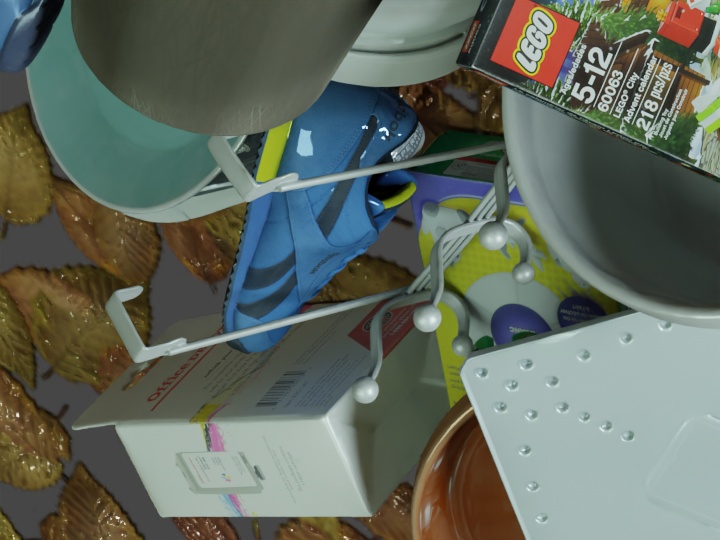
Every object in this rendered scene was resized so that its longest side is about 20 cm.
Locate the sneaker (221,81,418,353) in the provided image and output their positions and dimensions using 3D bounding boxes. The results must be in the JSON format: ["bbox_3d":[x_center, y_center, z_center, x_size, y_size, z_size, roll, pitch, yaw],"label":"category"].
[{"bbox_3d":[-0.020,-0.019,1.223,0.078,0.066,0.201,17,139,-1],"label":"sneaker"}]

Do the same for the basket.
[{"bbox_3d":[-0.040,-0.157,0.948,0.180,0.136,0.201,28,140,6],"label":"basket"}]

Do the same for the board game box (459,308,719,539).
[{"bbox_3d":[0.171,0.091,1.191,0.199,0.026,0.201,-16,119,13],"label":"board game box"}]

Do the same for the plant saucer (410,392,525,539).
[{"bbox_3d":[0.125,0.120,1.246,0.199,0.032,0.201,2,123,3],"label":"plant saucer"}]

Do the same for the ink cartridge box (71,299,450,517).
[{"bbox_3d":[-0.051,0.077,1.363,0.199,0.116,0.068,-4,120,41],"label":"ink cartridge box"}]

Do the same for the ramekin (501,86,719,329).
[{"bbox_3d":[0.168,-0.070,1.026,0.199,0.105,0.202,-7,77,30],"label":"ramekin"}]

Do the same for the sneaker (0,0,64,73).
[{"bbox_3d":[-0.148,-0.179,1.008,0.082,0.074,0.201,8,116,1],"label":"sneaker"}]

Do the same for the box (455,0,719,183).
[{"bbox_3d":[0.137,-0.142,0.927,0.136,0.201,0.038,22,-177,-10],"label":"box"}]

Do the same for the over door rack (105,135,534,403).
[{"bbox_3d":[0.000,0.000,1.147,0.148,0.199,0.067,-52,48,46],"label":"over door rack"}]

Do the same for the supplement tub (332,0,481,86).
[{"bbox_3d":[0.013,-0.195,1.077,0.144,0.144,0.201,27,135,19],"label":"supplement tub"}]

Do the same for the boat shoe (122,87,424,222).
[{"bbox_3d":[-0.064,-0.074,1.279,0.199,0.072,0.068,-3,135,37],"label":"boat shoe"}]

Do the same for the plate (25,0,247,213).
[{"bbox_3d":[-0.101,-0.129,1.254,0.199,0.025,0.202,-2,87,43],"label":"plate"}]

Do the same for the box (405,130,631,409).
[{"bbox_3d":[0.095,0.031,1.264,0.117,0.048,0.201,9,129,32],"label":"box"}]
